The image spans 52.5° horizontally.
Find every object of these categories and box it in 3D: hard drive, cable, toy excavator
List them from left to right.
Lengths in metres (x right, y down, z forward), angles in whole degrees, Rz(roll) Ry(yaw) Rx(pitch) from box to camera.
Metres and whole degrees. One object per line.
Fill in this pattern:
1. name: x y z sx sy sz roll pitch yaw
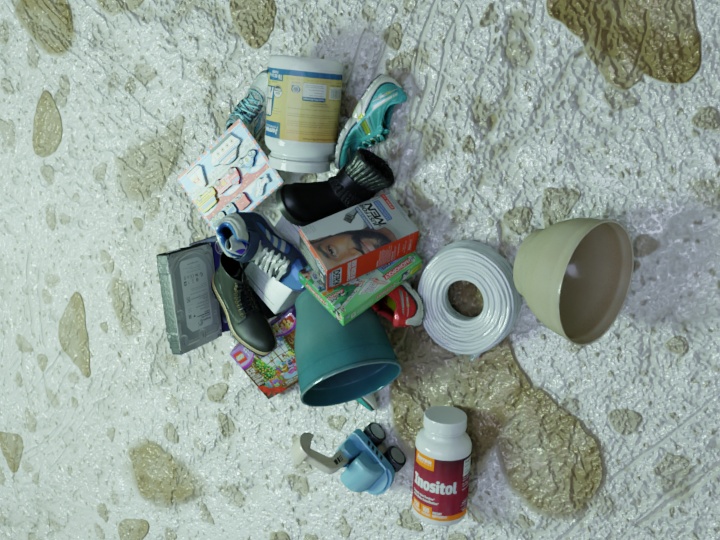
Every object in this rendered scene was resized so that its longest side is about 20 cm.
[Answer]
1. hard drive: -0.348 0.055 1.500 0.037 0.139 0.207 1 101 28
2. toy excavator: -0.025 0.378 1.454 0.195 0.199 0.100 47 116 10
3. cable: 0.194 0.051 1.344 0.200 0.069 0.201 -44 80 28

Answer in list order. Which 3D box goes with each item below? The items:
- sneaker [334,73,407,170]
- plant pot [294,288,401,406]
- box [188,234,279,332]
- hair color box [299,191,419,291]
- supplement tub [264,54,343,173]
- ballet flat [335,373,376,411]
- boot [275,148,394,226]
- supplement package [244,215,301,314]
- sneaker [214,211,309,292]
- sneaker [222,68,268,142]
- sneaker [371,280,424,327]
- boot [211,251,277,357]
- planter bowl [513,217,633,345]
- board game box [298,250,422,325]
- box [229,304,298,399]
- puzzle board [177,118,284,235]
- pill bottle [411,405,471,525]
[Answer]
1. sneaker: 0.014 -0.265 1.368 0.079 0.077 0.202 36 115 5
2. plant pot: -0.040 0.128 1.378 0.198 0.198 0.192 -31 63 29
3. box: -0.272 0.019 1.575 0.138 0.079 0.206 -14 94 26
4. hair color box: -0.003 -0.056 1.336 0.112 0.196 0.065 53 156 30
5. supplement tub: -0.109 -0.297 1.382 0.141 0.144 0.206 12 106 24
6. ballet flat: -0.032 0.208 1.485 0.198 0.070 0.070 38 117 -12
7. boot: -0.046 -0.156 1.350 0.156 0.209 0.081 -34 74 33
8. supplement package: -0.129 -0.032 1.469 0.114 0.109 0.201 45 117 11
9. sneaker: -0.188 -0.026 1.354 0.201 0.146 0.081 48 118 12
10. sneaker: -0.223 -0.308 1.471 0.077 0.086 0.203 36 115 14
11. sneaker: 0.042 0.035 1.382 0.200 0.083 0.079 45 133 43
12. boot: -0.229 0.066 1.440 0.201 0.077 0.139 50 153 9
13. planter bowl: 0.338 0.003 1.207 0.133 0.196 0.207 24 113 49
14. board game box: 0.000 0.000 1.354 0.134 0.198 0.030 42 151 28
15. box: -0.167 0.176 1.552 0.198 0.039 0.138 -33 104 29
16. puzzle board: -0.266 -0.182 1.472 0.198 0.017 0.152 -36 94 23
17. pill bottle: 0.157 0.374 1.409 0.110 0.112 0.207 8 105 25
